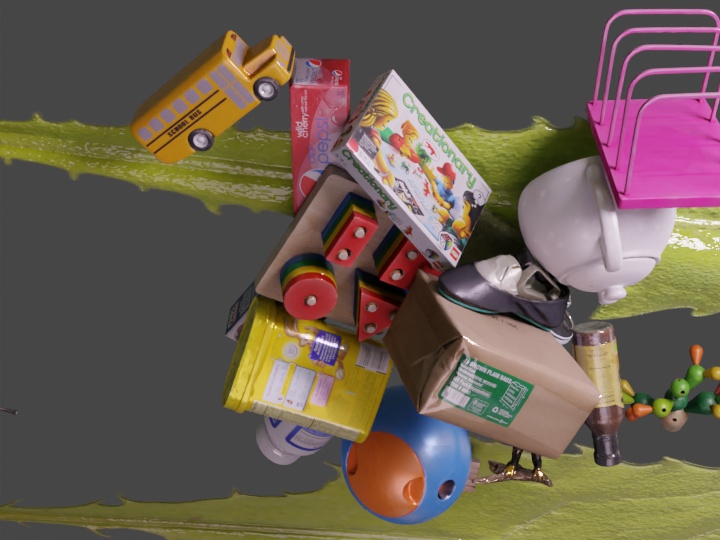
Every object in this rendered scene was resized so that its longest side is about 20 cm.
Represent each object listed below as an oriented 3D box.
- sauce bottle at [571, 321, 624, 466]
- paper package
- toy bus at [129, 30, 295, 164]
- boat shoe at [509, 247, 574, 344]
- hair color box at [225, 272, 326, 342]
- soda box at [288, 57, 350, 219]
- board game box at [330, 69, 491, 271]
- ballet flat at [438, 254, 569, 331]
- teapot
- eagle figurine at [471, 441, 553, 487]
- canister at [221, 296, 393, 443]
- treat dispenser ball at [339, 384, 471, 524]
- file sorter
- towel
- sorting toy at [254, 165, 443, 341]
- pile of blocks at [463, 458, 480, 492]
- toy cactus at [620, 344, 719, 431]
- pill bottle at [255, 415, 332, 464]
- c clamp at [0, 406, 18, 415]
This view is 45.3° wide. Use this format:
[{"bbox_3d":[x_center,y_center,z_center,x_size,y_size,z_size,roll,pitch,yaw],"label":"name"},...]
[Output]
[{"bbox_3d":[0.341,0.176,1.231,0.063,0.065,0.204,-7,100,9],"label":"sauce bottle"},{"bbox_3d":[0.147,0.107,1.003,0.197,0.191,0.105,23,106,-21],"label":"paper package"},{"bbox_3d":[-0.167,-0.202,0.985,0.198,0.066,0.078,-31,122,27],"label":"toy bus"},{"bbox_3d":[0.241,0.038,1.124,0.070,0.073,0.199,-30,140,22],"label":"boat shoe"},{"bbox_3d":[-0.093,0.035,1.190,0.099,0.061,0.200,29,127,-22],"label":"hair color box"},{"bbox_3d":[-0.047,-0.147,1.028,0.069,0.064,0.202,2,132,1],"label":"soda box"},{"bbox_3d":[0.064,-0.113,0.998,0.034,0.127,0.200,-13,129,49],"label":"board game box"},{"bbox_3d":[0.176,0.017,1.013,0.198,0.074,0.073,17,132,-35],"label":"ballet flat"},{"bbox_3d":[0.281,-0.039,1.005,0.197,0.149,0.197,2,161,-32],"label":"teapot"},{"bbox_3d":[0.260,0.228,1.318,0.150,0.150,0.204,-6,103,-43],"label":"eagle figurine"},{"bbox_3d":[-0.069,0.136,1.150,0.197,0.087,0.151,19,96,-14],"label":"canister"},{"bbox_3d":[0.068,0.275,1.297,0.197,0.203,0.203,1,131,1],"label":"treat dispenser ball"},{"bbox_3d":[0.326,-0.174,0.898,0.136,0.202,0.127,-1,129,3],"label":"file sorter"},{"bbox_3d":[0.145,-0.021,1.146,0.198,0.037,0.149,28,126,-19],"label":"towel"},{"bbox_3d":[0.000,0.000,1.071,0.197,0.070,0.200,20,124,-27],"label":"sorting toy"},{"bbox_3d":[0.104,0.334,1.446,0.196,0.062,0.083,-13,111,9],"label":"pile of blocks"},{"bbox_3d":[0.465,0.192,1.296,0.196,0.104,0.166,-13,148,10],"label":"toy cactus"},{"bbox_3d":[-0.077,0.207,1.304,0.111,0.113,0.200,27,128,-20],"label":"pill bottle"},{"bbox_3d":[-0.626,0.141,1.334,0.167,0.027,0.202,8,132,3],"label":"c clamp"}]
